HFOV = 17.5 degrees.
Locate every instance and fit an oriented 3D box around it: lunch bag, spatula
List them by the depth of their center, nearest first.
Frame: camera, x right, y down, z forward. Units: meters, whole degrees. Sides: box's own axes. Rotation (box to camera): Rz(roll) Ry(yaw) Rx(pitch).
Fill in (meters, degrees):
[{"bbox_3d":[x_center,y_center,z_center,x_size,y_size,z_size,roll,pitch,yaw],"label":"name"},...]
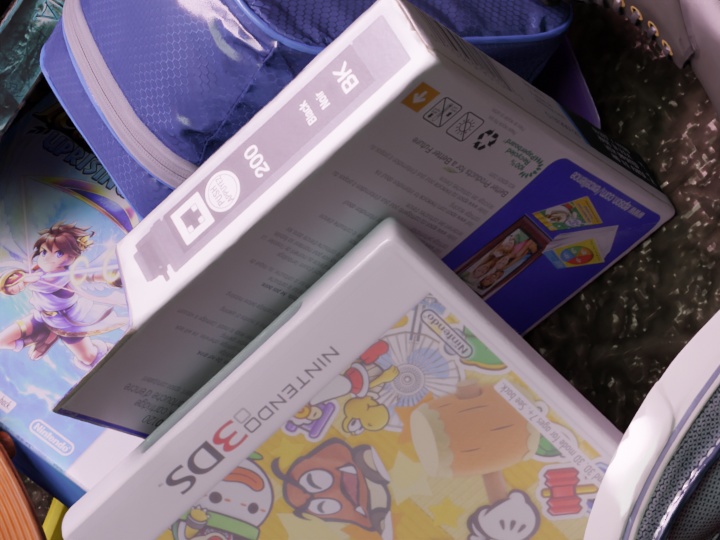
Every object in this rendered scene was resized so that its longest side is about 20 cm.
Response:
[{"bbox_3d":[-0.021,-0.092,0.949,0.136,0.199,0.133,57,133,27],"label":"lunch bag"},{"bbox_3d":[0.070,-0.138,1.010,0.056,0.020,0.201,-38,51,53],"label":"spatula"}]

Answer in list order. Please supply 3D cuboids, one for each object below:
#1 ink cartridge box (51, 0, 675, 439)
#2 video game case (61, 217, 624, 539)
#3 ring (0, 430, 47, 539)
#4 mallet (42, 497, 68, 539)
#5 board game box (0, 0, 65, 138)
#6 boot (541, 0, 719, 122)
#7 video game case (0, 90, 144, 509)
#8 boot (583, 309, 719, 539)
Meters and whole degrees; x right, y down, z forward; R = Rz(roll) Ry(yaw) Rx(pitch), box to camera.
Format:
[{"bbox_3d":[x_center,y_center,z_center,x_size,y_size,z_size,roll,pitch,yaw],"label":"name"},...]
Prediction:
[{"bbox_3d":[0.000,0.000,0.917,0.200,0.198,0.044,-42,57,16],"label":"ink cartridge box"},{"bbox_3d":[0.017,0.105,0.904,0.182,0.200,0.023,-42,18,17],"label":"video game case"},{"bbox_3d":[-0.188,0.109,1.021,0.200,0.019,0.202,27,130,37],"label":"ring"},{"bbox_3d":[-0.154,0.135,1.061,0.041,0.066,0.201,35,99,49],"label":"mallet"},{"bbox_3d":[-0.146,-0.116,1.059,0.028,0.200,0.136,33,103,-12],"label":"board game box"},{"bbox_3d":[0.115,-0.095,0.883,0.138,0.077,0.202,-13,77,39],"label":"boot"},{"bbox_3d":[-0.105,0.005,1.025,0.199,0.046,0.181,31,64,34],"label":"video game case"},{"bbox_3d":[0.169,0.050,0.847,0.090,0.073,0.200,30,74,31],"label":"boot"}]
